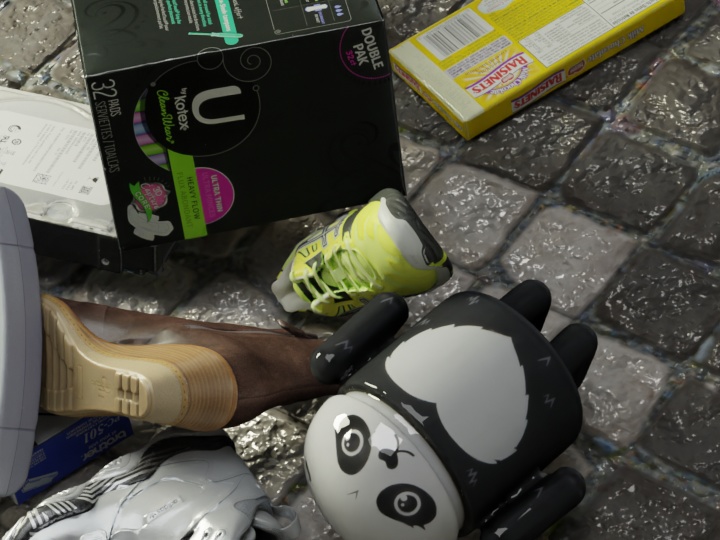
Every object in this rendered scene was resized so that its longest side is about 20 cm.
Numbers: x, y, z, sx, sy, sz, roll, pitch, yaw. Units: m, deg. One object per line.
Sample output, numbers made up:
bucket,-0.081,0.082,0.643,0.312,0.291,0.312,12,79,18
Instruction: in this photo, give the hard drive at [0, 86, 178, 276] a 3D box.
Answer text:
hard drive,-0.213,-0.067,1.789,0.200,0.038,0.140,14,41,12

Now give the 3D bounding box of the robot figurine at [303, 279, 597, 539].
robot figurine,0.057,0.092,1.560,0.200,0.125,0.150,-39,34,-23

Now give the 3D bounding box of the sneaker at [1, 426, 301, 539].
sneaker,-0.135,0.178,1.554,0.200,0.075,0.115,-34,48,-23

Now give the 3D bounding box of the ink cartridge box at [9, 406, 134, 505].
ink cartridge box,-0.246,0.064,1.704,0.094,0.044,0.200,-31,49,-19

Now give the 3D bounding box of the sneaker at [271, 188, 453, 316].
sneaker,0.000,0.000,1.639,0.076,0.200,0.075,-36,92,-17

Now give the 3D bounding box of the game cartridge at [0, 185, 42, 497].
game cartridge,-0.260,0.050,1.629,0.133,0.040,0.200,-11,77,45

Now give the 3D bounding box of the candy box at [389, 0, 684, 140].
candy box,0.130,-0.177,1.859,0.200,0.026,0.102,-31,52,-16

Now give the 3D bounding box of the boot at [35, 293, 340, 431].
boot,-0.120,0.058,1.635,0.166,0.072,0.200,-5,17,-40

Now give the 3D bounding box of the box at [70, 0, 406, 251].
box,-0.082,-0.121,1.695,0.200,0.149,0.124,-11,38,-5
